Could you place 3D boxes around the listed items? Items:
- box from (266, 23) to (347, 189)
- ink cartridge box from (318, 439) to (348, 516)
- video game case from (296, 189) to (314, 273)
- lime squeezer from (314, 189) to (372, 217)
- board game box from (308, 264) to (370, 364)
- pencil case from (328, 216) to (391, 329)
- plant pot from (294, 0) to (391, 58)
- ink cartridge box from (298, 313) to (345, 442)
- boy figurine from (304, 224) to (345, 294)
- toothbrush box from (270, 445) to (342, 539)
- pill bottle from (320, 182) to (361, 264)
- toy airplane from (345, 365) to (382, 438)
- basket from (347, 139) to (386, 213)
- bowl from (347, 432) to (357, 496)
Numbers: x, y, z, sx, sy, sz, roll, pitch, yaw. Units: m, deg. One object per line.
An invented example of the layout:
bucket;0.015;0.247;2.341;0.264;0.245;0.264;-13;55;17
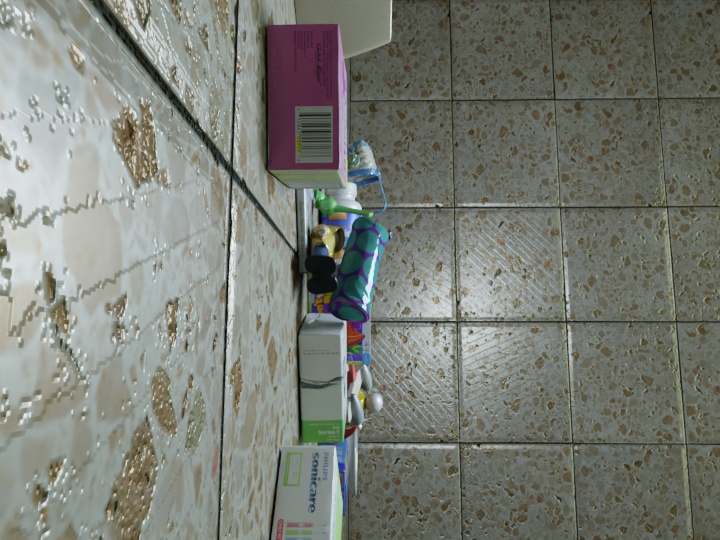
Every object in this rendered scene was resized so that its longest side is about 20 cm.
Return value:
box;-0.069;-0.217;0.751;0.200;0.093;0.183;-69;158;-89
ink cartridge box;-0.069;0.498;1.296;0.201;0.073;0.141;-83;173;-68
video game case;-0.101;-0.112;0.988;0.143;0.017;0.208;-83;173;-76
lime squeezer;-0.065;-0.145;1.062;0.198;0.070;0.039;34;-33;40
board game box;-0.043;0.090;1.105;0.045;0.129;0.208;-69;159;-87
pencil case;0.000;0.000;1.015;0.094;0.082;0.205;70;30;-52
plant pot;-0.026;-0.517;0.981;0.204;0.170;0.204;-90;179;-48
ink cartridge box;-0.069;0.200;1.010;0.146;0.081;0.208;-84;173;-79
boy figurine;-0.064;-0.026;0.978;0.201;0.062;0.129;-81;168;-68
toothbrush box;-0.073;0.374;0.776;0.204;0.083;0.149;90;1;-47
pill bottle;-0.050;-0.115;1.344;0.112;0.108;0.208;63;26;-87
toy airplane;-0.009;0.294;1.278;0.201;0.136;0.205;96;10;-60
basket;-0.024;-0.248;1.487;0.139;0.171;0.207;-13;90;-74
bowl;-0.054;0.584;1.627;0.201;0.087;0.209;0;90;-90
